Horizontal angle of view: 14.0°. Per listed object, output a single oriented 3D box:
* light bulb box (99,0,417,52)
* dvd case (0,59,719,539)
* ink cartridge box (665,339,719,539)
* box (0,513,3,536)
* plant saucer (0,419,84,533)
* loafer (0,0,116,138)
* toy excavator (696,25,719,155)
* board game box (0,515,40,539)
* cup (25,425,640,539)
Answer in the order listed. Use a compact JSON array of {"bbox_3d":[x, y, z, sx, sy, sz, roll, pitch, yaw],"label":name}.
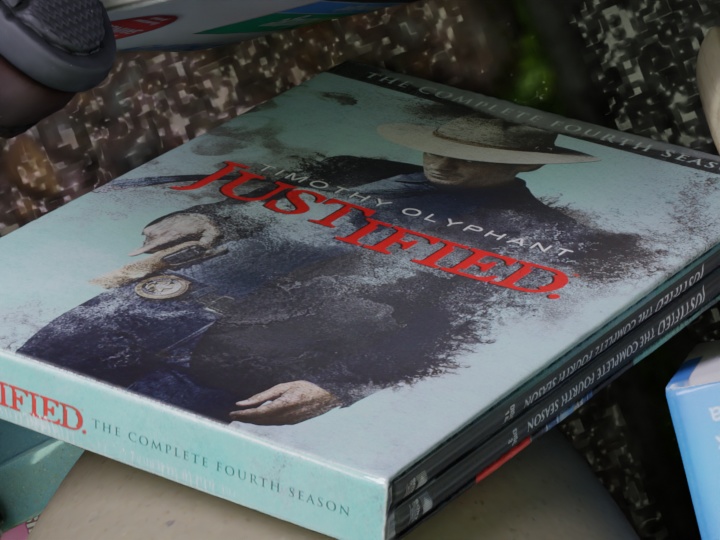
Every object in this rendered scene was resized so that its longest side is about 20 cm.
[{"bbox_3d":[-0.035,-0.162,0.722,0.125,0.198,0.200,-11,92,13],"label":"light bulb box"},{"bbox_3d":[0.000,0.000,0.709,0.146,0.200,0.022,17,118,30],"label":"dvd case"},{"bbox_3d":[0.140,0.112,0.728,0.084,0.146,0.200,-12,90,9],"label":"ink cartridge box"},{"bbox_3d":[-0.208,0.031,0.717,0.164,0.200,0.086,-29,54,1],"label":"box"},{"bbox_3d":[-0.122,0.055,0.816,0.200,0.070,0.019,-27,124,10],"label":"plant saucer"},{"bbox_3d":[-0.132,-0.099,0.615,0.063,0.072,0.200,-43,82,19],"label":"loafer"},{"bbox_3d":[0.128,-0.134,0.725,0.194,0.100,0.200,-37,109,15],"label":"toy excavator"},{"bbox_3d":[-0.110,0.149,0.833,0.200,0.040,0.153,-25,88,11],"label":"board game box"},{"bbox_3d":[-0.006,0.095,0.718,0.200,0.200,0.143,-12,49,12],"label":"cup"}]
